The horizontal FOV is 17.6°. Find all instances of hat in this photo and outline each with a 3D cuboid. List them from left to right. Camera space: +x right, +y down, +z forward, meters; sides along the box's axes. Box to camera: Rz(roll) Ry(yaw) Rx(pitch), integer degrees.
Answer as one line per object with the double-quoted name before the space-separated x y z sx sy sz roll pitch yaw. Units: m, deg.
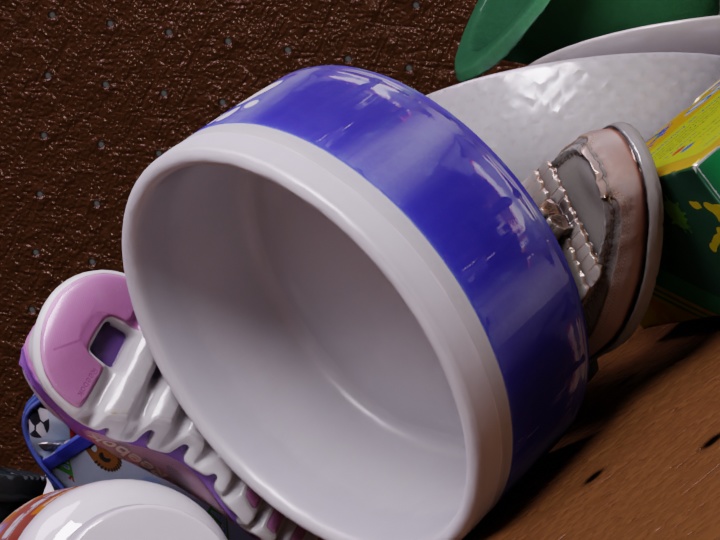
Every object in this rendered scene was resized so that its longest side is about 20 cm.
"hat" 0.170 -0.127 1.220 0.166 0.175 0.200 -60 11 -18

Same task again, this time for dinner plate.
"dinner plate" 0.176 -0.094 1.210 0.198 0.024 0.200 -5 -10 -1

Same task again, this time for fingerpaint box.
"fingerpaint box" 0.202 -0.065 0.993 0.200 0.074 0.167 -39 5 -15

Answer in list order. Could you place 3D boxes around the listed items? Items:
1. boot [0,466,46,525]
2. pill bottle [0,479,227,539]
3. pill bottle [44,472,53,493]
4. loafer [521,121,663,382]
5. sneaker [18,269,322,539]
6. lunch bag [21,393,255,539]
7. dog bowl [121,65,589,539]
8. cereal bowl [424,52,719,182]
"boot" -0.213 0.187 1.239 0.200 0.076 0.170 115 162 -82
"pill bottle" -0.117 0.154 1.085 0.112 0.112 0.200 -39 4 -17
"pill bottle" -0.129 0.128 1.473 0.200 0.113 0.112 -38 4 -11
"loafer" 0.076 0.009 0.990 0.062 0.072 0.200 -12 -25 -15
"sneaker" -0.079 0.069 1.096 0.088 0.200 0.081 -10 49 59
"lunch bag" -0.089 0.089 1.217 0.200 0.161 0.076 -33 6 45
"dog bowl" -0.004 0.018 0.979 0.079 0.201 0.200 -38 4 -34
"cereal bowl" 0.113 -0.043 1.163 0.198 0.084 0.200 -7 -10 -1
